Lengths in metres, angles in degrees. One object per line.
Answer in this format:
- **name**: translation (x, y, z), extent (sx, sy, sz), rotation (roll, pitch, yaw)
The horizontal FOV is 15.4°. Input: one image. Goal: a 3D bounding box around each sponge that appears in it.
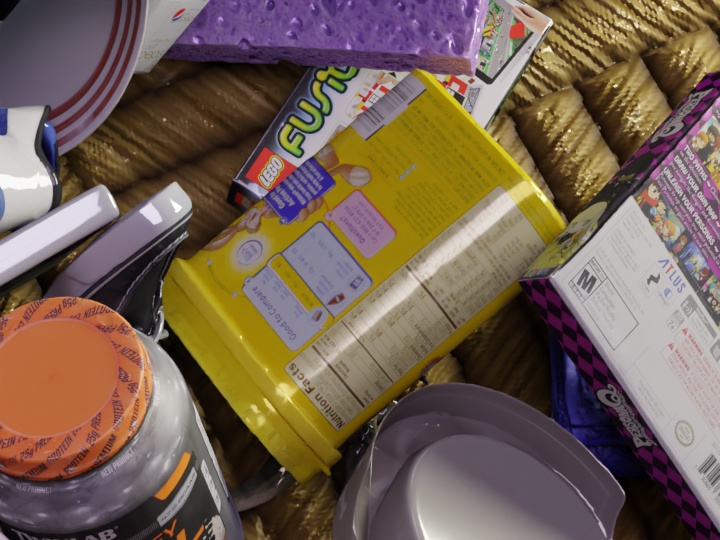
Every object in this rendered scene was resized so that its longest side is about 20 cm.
- **sponge**: translation (-0.019, -0.173, 1.565), extent (0.199, 0.030, 0.112), rotation (5, 67, 15)

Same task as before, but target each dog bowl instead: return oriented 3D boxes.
- **dog bowl**: translation (0.072, 0.158, 1.417), extent (0.200, 0.059, 0.200), rotation (25, 40, -23)

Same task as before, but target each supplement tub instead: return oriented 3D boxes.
- **supplement tub**: translation (-0.136, 0.107, 1.376), extent (0.122, 0.200, 0.123), rotation (-6, 56, 8)

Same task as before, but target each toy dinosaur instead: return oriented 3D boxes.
- **toy dinosaur**: translation (0.001, 0.089, 1.504), extent (0.088, 0.047, 0.200), rotation (39, 75, 8)

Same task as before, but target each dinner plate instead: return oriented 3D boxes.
- **dinner plate**: translation (-0.202, -0.158, 1.514), extent (0.200, 0.024, 0.201), rotation (2, 95, 25)

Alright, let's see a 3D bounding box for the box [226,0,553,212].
- **box**: translation (0.019, -0.096, 1.576), extent (0.110, 0.035, 0.200), rotation (32, 68, 3)

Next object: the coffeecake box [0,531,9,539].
- **coffeecake box**: translation (-0.167, 0.221, 1.366), extent (0.200, 0.154, 0.073), rotation (44, 69, 7)

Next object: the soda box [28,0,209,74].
- **soda box**: translation (-0.180, -0.207, 1.548), extent (0.068, 0.064, 0.200), rotation (-47, 75, 22)

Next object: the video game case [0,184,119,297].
- **video game case**: translation (-0.232, 0.024, 1.413), extent (0.200, 0.182, 0.024), rotation (-31, 92, -18)

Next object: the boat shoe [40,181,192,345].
- **boat shoe**: translation (-0.135, 0.028, 1.427), extent (0.068, 0.200, 0.072), rotation (46, 41, 2)

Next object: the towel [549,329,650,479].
- **towel**: translation (0.208, 0.050, 1.547), extent (0.199, 0.050, 0.148), rotation (3, 70, -8)

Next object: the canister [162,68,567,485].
- **canister**: translation (0.000, 0.000, 1.460), extent (0.200, 0.087, 0.149), rotation (-40, 53, -1)

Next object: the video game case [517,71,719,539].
- **video game case**: translation (0.198, 0.022, 1.459), extent (0.181, 0.036, 0.200), rotation (-46, 113, -26)

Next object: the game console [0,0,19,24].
- **game console**: translation (-0.198, -0.210, 1.464), extent (0.176, 0.117, 0.200), rotation (-16, 61, -22)

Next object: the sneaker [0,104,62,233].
- **sneaker**: translation (-0.233, -0.057, 1.477), extent (0.115, 0.081, 0.199), rotation (-11, 25, -43)
